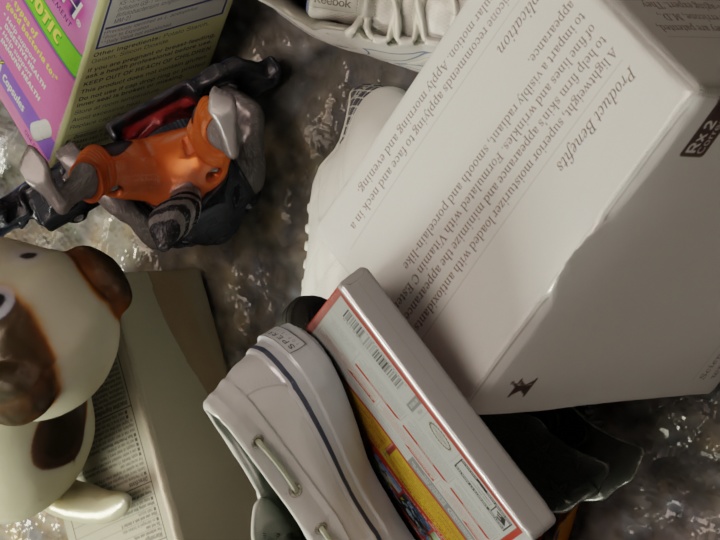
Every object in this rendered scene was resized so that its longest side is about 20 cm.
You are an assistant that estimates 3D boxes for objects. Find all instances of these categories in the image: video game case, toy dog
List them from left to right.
[{"bbox_3d":[-0.197,0.057,1.555,0.194,0.139,0.200,46,148,6],"label":"toy dog"},{"bbox_3d":[0.019,0.083,1.372,0.143,0.017,0.200,53,161,5],"label":"video game case"}]

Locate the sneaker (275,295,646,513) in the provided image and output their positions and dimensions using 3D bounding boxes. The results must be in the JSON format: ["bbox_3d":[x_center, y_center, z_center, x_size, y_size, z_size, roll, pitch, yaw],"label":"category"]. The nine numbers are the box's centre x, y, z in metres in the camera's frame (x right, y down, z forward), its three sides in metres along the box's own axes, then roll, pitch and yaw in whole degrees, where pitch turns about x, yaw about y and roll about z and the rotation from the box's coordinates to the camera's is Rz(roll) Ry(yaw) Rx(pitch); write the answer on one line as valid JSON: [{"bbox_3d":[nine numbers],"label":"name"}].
[{"bbox_3d":[0.045,0.059,1.451,0.200,0.060,0.104,49,126,23],"label":"sneaker"}]

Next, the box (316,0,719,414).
[{"bbox_3d":[0.123,-0.049,1.361,0.131,0.199,0.199,52,123,29],"label":"box"}]

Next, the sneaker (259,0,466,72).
[{"bbox_3d":[0.021,-0.132,1.521,0.199,0.087,0.075,15,100,39],"label":"sneaker"}]

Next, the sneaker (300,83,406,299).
[{"bbox_3d":[0.000,0.000,1.567,0.080,0.076,0.201,34,110,48],"label":"sneaker"}]

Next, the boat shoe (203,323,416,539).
[{"bbox_3d":[-0.025,0.117,1.403,0.073,0.067,0.201,28,148,54],"label":"boat shoe"}]

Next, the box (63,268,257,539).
[{"bbox_3d":[-0.121,0.108,1.665,0.095,0.078,0.201,-23,77,40],"label":"box"}]

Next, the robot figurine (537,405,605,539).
[{"bbox_3d":[0.063,0.091,1.515,0.145,0.058,0.201,30,112,36],"label":"robot figurine"}]

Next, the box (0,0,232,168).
[{"bbox_3d":[-0.157,-0.189,1.625,0.176,0.096,0.200,57,147,23],"label":"box"}]

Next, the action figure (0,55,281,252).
[{"bbox_3d":[-0.122,-0.038,1.590,0.199,0.193,0.105,-30,80,7],"label":"action figure"}]
